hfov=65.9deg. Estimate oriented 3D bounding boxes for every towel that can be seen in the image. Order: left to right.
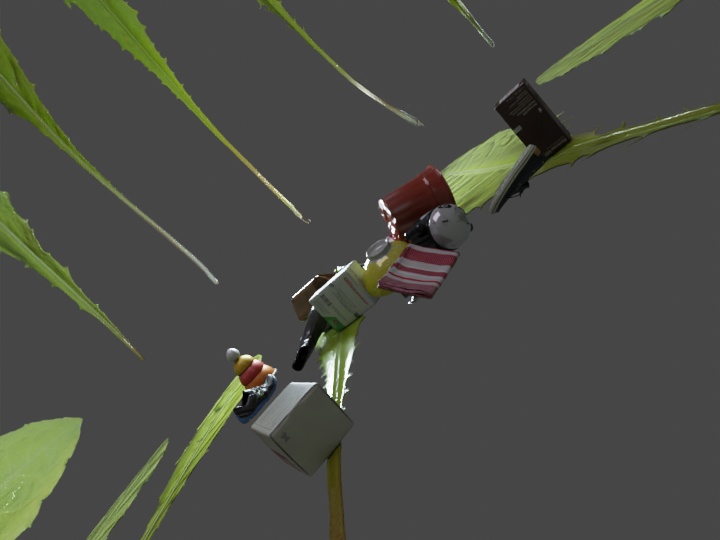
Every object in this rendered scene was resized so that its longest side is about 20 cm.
[{"bbox_3d":[0.145,-0.004,1.349,0.142,0.023,0.200,11,36,26],"label":"towel"}]

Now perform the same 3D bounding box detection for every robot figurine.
[{"bbox_3d":[0.210,-0.104,1.495,0.150,0.125,0.200,-46,7,-25],"label":"robot figurine"}]

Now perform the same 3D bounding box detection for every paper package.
[{"bbox_3d":[-0.121,0.095,2.044,0.189,0.105,0.200,-6,-23,-41],"label":"paper package"}]

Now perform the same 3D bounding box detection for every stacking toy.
[{"bbox_3d":[-0.422,0.365,2.076,0.146,0.200,0.146,-42,7,6],"label":"stacking toy"}]

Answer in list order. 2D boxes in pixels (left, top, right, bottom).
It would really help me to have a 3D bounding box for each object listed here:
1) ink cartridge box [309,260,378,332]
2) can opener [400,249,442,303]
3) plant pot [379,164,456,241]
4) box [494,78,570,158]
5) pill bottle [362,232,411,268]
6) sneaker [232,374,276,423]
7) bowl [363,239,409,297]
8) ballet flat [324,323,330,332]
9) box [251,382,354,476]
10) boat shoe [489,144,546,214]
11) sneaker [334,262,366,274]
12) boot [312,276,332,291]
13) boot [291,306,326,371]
[{"bbox_3d":[-0.047,0.085,1.792,0.199,0.146,0.084,-38,7,35],"label":"ink cartridge box"},{"bbox_3d":[0.157,0.007,1.383,0.053,0.067,0.201,-36,14,43],"label":"can opener"},{"bbox_3d":[0.173,-0.196,1.735,0.193,0.203,0.201,-26,5,-6],"label":"plant pot"},{"bbox_3d":[0.459,-0.397,1.482,0.100,0.200,0.075,-39,10,33],"label":"box"},{"bbox_3d":[0.106,-0.050,1.841,0.200,0.113,0.113,-45,7,-6],"label":"pill bottle"},{"bbox_3d":[-0.347,0.413,1.842,0.071,0.083,0.200,-36,10,45],"label":"sneaker"},{"bbox_3d":[0.077,-0.028,1.669,0.199,0.108,0.201,-30,25,16],"label":"bowl"},{"bbox_3d":[-0.102,0.162,1.990,0.199,0.064,0.068,-38,11,40],"label":"ballet flat"},{"bbox_3d":[-0.117,0.298,1.068,0.128,0.109,0.200,-46,7,-22],"label":"box"},{"bbox_3d":[0.393,-0.218,1.397,0.201,0.062,0.075,-58,4,29],"label":"boat shoe"},{"bbox_3d":[0.000,0.000,1.905,0.082,0.198,0.073,17,98,49],"label":"sneaker"},{"bbox_3d":[-0.059,0.047,1.936,0.155,0.198,0.074,-63,-1,-58],"label":"boot"},{"bbox_3d":[-0.165,0.226,1.830,0.132,0.069,0.203,-69,-5,-72],"label":"boot"}]
